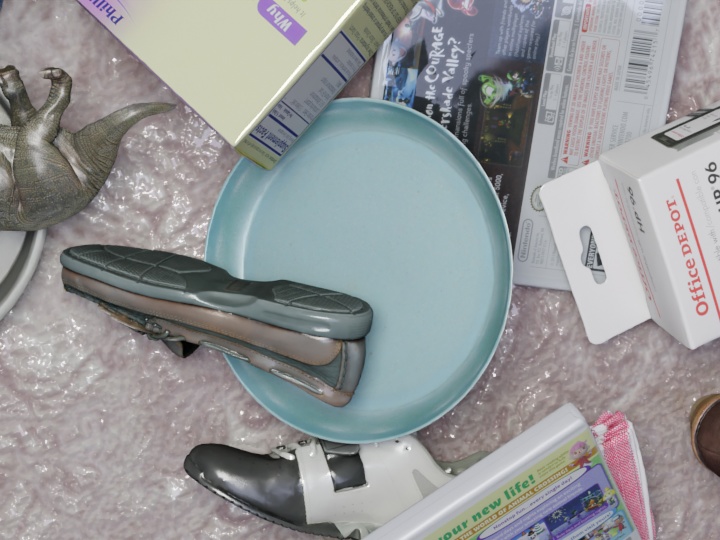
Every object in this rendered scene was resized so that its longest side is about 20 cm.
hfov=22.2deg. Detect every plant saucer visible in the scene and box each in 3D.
[{"bbox_3d":[0.000,0.000,1.084,0.198,0.027,0.202,1,91,24],"label":"plant saucer"}]

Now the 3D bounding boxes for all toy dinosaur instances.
[{"bbox_3d":[-0.200,-0.061,1.048,0.198,0.077,0.103,-15,110,-7],"label":"toy dinosaur"}]

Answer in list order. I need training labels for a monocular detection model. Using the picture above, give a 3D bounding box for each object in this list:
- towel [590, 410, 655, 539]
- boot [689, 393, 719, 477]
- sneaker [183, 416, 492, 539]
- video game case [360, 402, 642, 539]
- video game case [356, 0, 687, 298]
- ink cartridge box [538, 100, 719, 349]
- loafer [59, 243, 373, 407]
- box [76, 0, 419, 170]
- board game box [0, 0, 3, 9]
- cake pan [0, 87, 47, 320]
[{"bbox_3d":[0.087,0.181,1.110,0.199,0.030,0.147,-24,127,-12],"label":"towel"},{"bbox_3d":[0.300,0.101,1.086,0.198,0.166,0.073,-6,99,-3],"label":"boot"},{"bbox_3d":[-0.008,0.118,1.117,0.198,0.074,0.089,16,95,-18],"label":"sneaker"},{"bbox_3d":[0.073,0.192,1.077,0.199,0.022,0.183,-33,129,-4],"label":"video game case"},{"bbox_3d":[0.094,-0.092,1.108,0.180,0.023,0.202,7,104,-5],"label":"video game case"},{"bbox_3d":[0.219,-0.034,1.092,0.199,0.068,0.117,-25,110,-7],"label":"ink cartridge box"},{"bbox_3d":[-0.090,0.032,1.074,0.198,0.072,0.064,12,105,20],"label":"loafer"},{"bbox_3d":[-0.057,-0.192,1.032,0.176,0.097,0.200,42,92,10],"label":"box"},{"bbox_3d":[-0.235,-0.208,0.988,0.096,0.200,0.161,16,97,-7],"label":"board game box"},{"bbox_3d":[-0.282,-0.044,1.090,0.198,0.037,0.202,-1,98,-4],"label":"cake pan"}]
